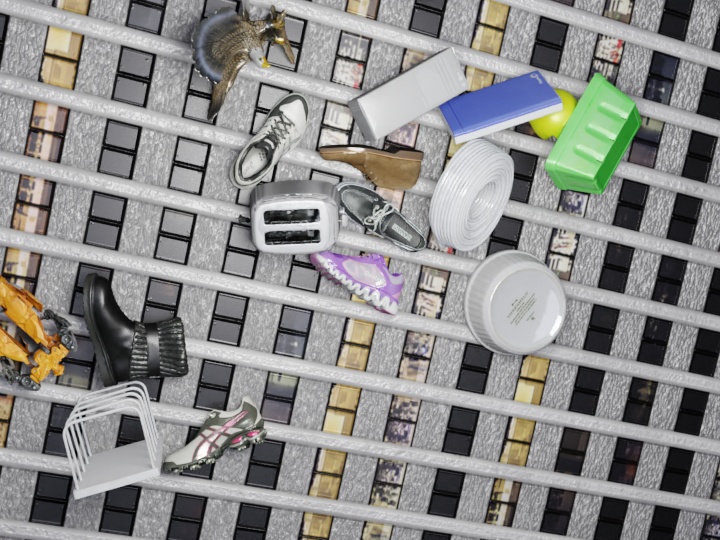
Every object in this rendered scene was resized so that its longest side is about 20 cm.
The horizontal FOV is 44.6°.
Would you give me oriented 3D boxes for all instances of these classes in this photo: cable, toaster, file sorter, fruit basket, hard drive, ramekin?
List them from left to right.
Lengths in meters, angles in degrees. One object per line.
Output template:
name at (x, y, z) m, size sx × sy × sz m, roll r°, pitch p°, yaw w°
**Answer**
file sorter at (-0.419, 0.279, 1.486) m, size 0.136 × 0.200 × 0.127 m, roll -14°, pitch 98°, yaw -10°
toaster at (-0.121, -0.092, 1.529) m, size 0.195 × 0.129 × 0.116 m, roll -1°, pitch 106°, yaw -5°
cable at (0.201, -0.134, 1.583) m, size 0.069 × 0.200 × 0.201 m, roll 33°, pitch 84°, yaw 29°
hard drive at (0.248, -0.296, 1.580) m, size 0.196 × 0.133 × 0.026 m, roll -18°, pitch 127°, yaw 1°
ramekin at (0.301, 0.067, 1.668) m, size 0.198 × 0.094 × 0.207 m, roll -2°, pitch 97°, yaw -12°
fruit basket at (0.396, -0.267, 1.646) m, size 0.212 × 0.155 × 0.220 m, roll -7°, pitch 72°, yaw 24°

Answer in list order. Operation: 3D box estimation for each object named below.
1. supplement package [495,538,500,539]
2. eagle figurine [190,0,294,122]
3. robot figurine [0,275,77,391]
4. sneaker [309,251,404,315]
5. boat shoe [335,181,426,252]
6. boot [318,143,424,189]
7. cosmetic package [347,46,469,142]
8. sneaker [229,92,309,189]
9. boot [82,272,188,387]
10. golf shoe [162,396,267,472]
supplement package at (0.318, 0.651, 1.732) m, size 0.200 × 0.109 × 0.114 m, roll 44°, pitch 87°, yaw -13°
eagle figurine at (-0.207, -0.368, 1.478) m, size 0.198 × 0.151 × 0.153 m, roll -34°, pitch 113°, yaw -14°
robot figurine at (-0.582, 0.107, 1.503) m, size 0.145 × 0.058 × 0.200 m, roll -45°, pitch 103°, yaw -3°
sneaker at (0.000, 0.000, 1.609) m, size 0.198 × 0.080 × 0.090 m, roll 31°, pitch 83°, yaw -19°
boat shoe at (0.036, -0.095, 1.605) m, size 0.198 × 0.068 × 0.074 m, roll 38°, pitch 88°, yaw -13°
boot at (0.018, -0.190, 1.593) m, size 0.196 × 0.074 × 0.077 m, roll 5°, pitch 106°, yaw -15°
cosmetic package at (0.083, -0.313, 1.571) m, size 0.197 × 0.107 × 0.091 m, roll -28°, pitch 102°, yaw -9°
sneaker at (-0.152, -0.224, 1.541) m, size 0.075 × 0.088 × 0.202 m, roll 36°, pitch 87°, yaw -12°
boot at (-0.388, 0.095, 1.530) m, size 0.154 × 0.080 × 0.215 m, roll -10°, pitch 109°, yaw -4°
golf shoe at (-0.271, 0.304, 1.596) m, size 0.197 × 0.077 × 0.089 m, roll -22°, pitch 81°, yaw -11°
